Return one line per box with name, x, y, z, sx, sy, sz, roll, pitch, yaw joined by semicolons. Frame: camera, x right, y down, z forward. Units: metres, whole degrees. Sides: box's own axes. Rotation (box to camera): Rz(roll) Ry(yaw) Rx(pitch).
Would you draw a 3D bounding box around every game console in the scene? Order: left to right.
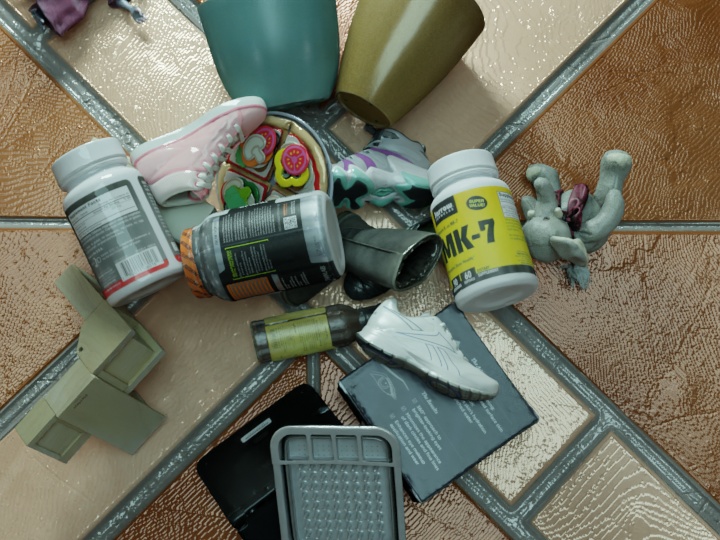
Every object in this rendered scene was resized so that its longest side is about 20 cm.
game console;-0.096;0.292;1.515;0.200;0.116;0.176;-36;52;-10

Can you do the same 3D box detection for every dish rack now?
dish rack;-0.025;0.289;1.429;0.171;0.044;0.201;-1;107;11

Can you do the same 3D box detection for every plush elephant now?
plush elephant;0.277;-0.071;1.527;0.164;0.155;0.201;2;93;38

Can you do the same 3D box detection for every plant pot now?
plant pot;-0.119;-0.312;1.553;0.200;0.201;0.161;-11;95;-5
plant pot;0.053;-0.312;1.560;0.186;0.186;0.200;28;78;3

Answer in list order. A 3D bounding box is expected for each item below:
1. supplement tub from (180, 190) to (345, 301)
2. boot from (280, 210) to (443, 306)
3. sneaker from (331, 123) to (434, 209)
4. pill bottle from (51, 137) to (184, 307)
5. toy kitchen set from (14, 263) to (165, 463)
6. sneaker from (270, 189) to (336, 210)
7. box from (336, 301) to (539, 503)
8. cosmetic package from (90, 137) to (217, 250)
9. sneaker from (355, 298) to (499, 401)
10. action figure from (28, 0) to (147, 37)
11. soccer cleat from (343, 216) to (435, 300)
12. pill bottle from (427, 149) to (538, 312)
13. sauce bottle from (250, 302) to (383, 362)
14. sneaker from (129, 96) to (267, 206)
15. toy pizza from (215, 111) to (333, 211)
supplement tub;-0.129;-0.029;1.437;0.199;0.123;0.123;-11;79;7
boot;-0.002;0.000;1.494;0.200;0.073;0.182;27;76;47
sneaker;0.010;-0.161;1.575;0.199;0.078;0.140;5;55;-24
pill bottle;-0.320;-0.064;1.430;0.114;0.114;0.200;-26;87;-8
toy kitchen set;-0.374;0.143;1.503;0.200;0.163;0.180;-48;52;-3
sneaker;-0.134;-0.119;1.568;0.200;0.076;0.105;41;80;5
box;0.103;0.184;1.495;0.200;0.117;0.197;-33;81;-8
cosmetic package;-0.304;-0.098;1.542;0.200;0.104;0.073;29;79;2
sneaker;0.096;0.104;1.419;0.200;0.075;0.087;29;73;3
action figure;-0.408;-0.430;1.627;0.200;0.134;0.149;-32;38;-21
soccer cleat;0.060;-0.028;1.555;0.200;0.081;0.068;-34;82;-9
pill bottle;0.160;-0.054;1.470;0.114;0.114;0.200;-13;71;-5
sauce bottle;-0.053;0.083;1.536;0.199;0.065;0.065;-10;79;-4
sneaker;-0.203;-0.153;1.475;0.200;0.075;0.105;-26;73;-6
toy pizza;-0.127;-0.121;1.517;0.200;0.032;0.201;4;98;30
